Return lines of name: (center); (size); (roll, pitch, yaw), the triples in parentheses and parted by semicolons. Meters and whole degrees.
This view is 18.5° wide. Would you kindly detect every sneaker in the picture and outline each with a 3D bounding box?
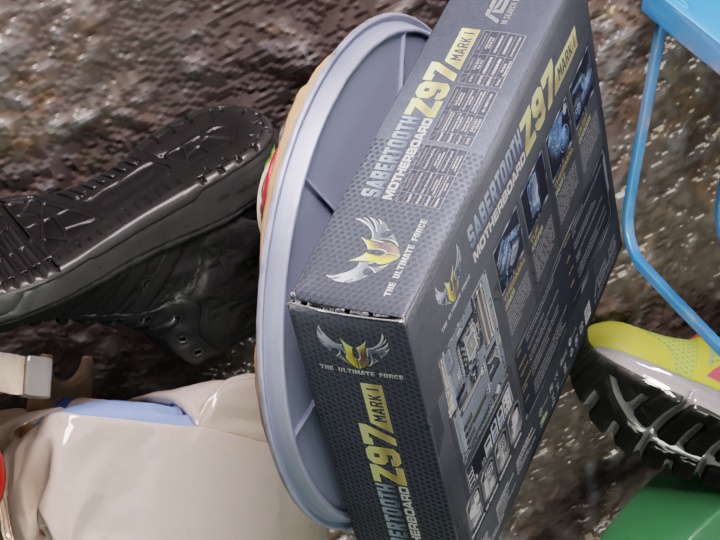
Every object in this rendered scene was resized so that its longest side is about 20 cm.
sneaker: (-0.085, 0.004, 0.884); (0.199, 0.060, 0.105); (-27, 135, -16)
sneaker: (0.193, 0.055, 1.044); (0.198, 0.091, 0.078); (19, 156, -8)

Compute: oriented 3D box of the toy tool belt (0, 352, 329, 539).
toy tool belt: (-0.117, 0.095, 0.909); (0.198, 0.126, 0.123); (7, 169, -31)

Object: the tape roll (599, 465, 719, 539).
tape roll: (0.186, 0.187, 1.121); (0.199, 0.048, 0.202); (-14, 115, -33)

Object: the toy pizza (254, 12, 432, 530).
toy pizza: (0.000, 0.000, 0.865); (0.031, 0.201, 0.201); (8, 140, 25)

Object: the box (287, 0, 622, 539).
box: (0.044, -0.001, 0.859); (0.051, 0.201, 0.159); (9, 139, 22)

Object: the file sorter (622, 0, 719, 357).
file sorter: (0.225, -0.041, 0.918); (0.198, 0.139, 0.124); (-4, 119, -21)
